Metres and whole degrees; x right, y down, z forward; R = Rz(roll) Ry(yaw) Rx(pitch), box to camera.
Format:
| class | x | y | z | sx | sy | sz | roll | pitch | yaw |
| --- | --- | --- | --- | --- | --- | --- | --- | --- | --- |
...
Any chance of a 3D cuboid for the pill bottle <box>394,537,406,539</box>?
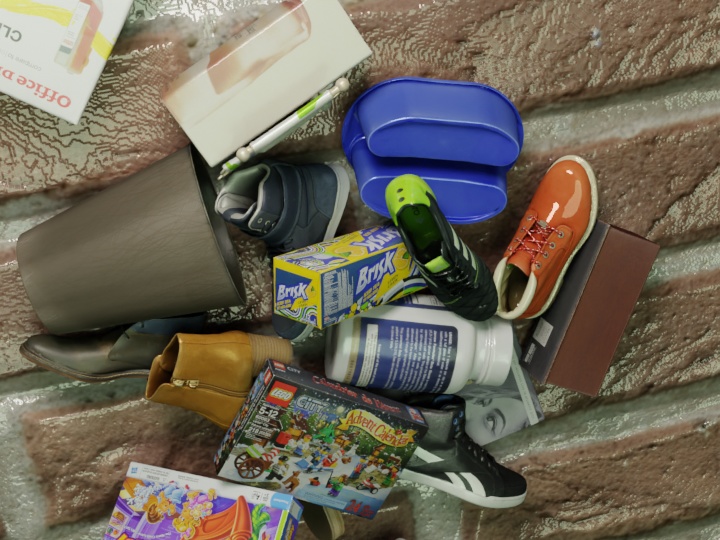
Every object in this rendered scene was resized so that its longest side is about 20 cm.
| class | x | y | z | sx | sy | sz | roll | pitch | yaw |
| --- | --- | --- | --- | --- | --- | --- | --- | --- | --- |
| pill bottle | -0.008 | 0.425 | 1.339 | 0.200 | 0.112 | 0.112 | -28 | 112 | 0 |

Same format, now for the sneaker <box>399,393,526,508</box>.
| class | x | y | z | sx | sy | sz | roll | pitch | yaw |
| --- | --- | --- | --- | --- | --- | --- | --- | --- | --- |
| sneaker | 0.125 | 0.209 | 1.295 | 0.200 | 0.073 | 0.112 | 17 | 107 | -15 |

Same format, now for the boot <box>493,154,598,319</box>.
| class | x | y | z | sx | sy | sz | roll | pitch | yaw |
| --- | --- | --- | --- | --- | --- | --- | --- | --- | --- |
| boot | 0.205 | -0.034 | 1.219 | 0.075 | 0.107 | 0.200 | 24 | 104 | 24 |

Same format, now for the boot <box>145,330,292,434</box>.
| class | x | y | z | sx | sy | sz | roll | pitch | yaw |
| --- | --- | --- | --- | --- | --- | --- | --- | --- | --- |
| boot | -0.168 | 0.143 | 1.200 | 0.144 | 0.071 | 0.201 | 3 | 127 | -26 |

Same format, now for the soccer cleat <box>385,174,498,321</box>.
| class | x | y | z | sx | sy | sz | roll | pitch | yaw |
| --- | --- | --- | --- | --- | --- | --- | --- | --- | --- |
| soccer cleat | 0.084 | -0.011 | 1.135 | 0.067 | 0.081 | 0.200 | -27 | 118 | 16 |

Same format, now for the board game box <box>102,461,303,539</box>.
| class | x | y | z | sx | sy | sz | roll | pitch | yaw |
| --- | --- | --- | --- | --- | --- | --- | --- | --- | --- |
| board game box | -0.178 | 0.296 | 1.186 | 0.200 | 0.135 | 0.045 | 8 | 154 | 17 |

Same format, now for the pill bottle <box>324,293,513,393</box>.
| class | x | y | z | sx | sy | sz | roll | pitch | yaw |
| --- | --- | --- | --- | --- | --- | --- | --- | --- | --- |
| pill bottle | 0.065 | 0.082 | 1.230 | 0.200 | 0.111 | 0.111 | 6 | 107 | -9 |

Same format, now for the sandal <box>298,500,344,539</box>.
| class | x | y | z | sx | sy | sz | roll | pitch | yaw |
| --- | --- | --- | --- | --- | --- | --- | --- | --- | --- |
| sandal | -0.053 | 0.213 | 1.289 | 0.070 | 0.078 | 0.212 | -28 | 104 | -38 |

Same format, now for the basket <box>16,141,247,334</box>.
| class | x | y | z | sx | sy | sz | roll | pitch | yaw |
| --- | --- | --- | --- | --- | --- | --- | --- | --- | --- |
| basket | -0.240 | -0.016 | 1.130 | 0.200 | 0.136 | 0.180 | -19 | 87 | 1 |

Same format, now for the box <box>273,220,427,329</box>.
| class | x | y | z | sx | sy | sz | roll | pitch | yaw |
| --- | --- | --- | --- | --- | --- | --- | --- | --- | --- |
| box | 0.000 | 0.000 | 1.161 | 0.200 | 0.070 | 0.064 | -19 | 117 | -47 |

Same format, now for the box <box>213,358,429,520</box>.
| class | x | y | z | sx | sy | sz | roll | pitch | yaw |
| --- | --- | --- | --- | --- | --- | --- | --- | --- | --- |
| box | -0.043 | 0.189 | 1.198 | 0.200 | 0.038 | 0.137 | 21 | 109 | -25 |

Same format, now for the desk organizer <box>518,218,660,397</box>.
| class | x | y | z | sx | sy | sz | roll | pitch | yaw |
| --- | --- | --- | --- | --- | --- | --- | --- | --- | --- |
| desk organizer | 0.269 | 0.042 | 1.278 | 0.077 | 0.072 | 0.200 | 17 | 100 | -19 |

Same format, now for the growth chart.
| class | x | y | z | sx | sy | sz | roll | pitch | yaw |
| --- | --- | --- | --- | --- | --- | --- | --- | --- | --- |
| growth chart | -0.085 | -0.136 | 1.092 | 0.145 | 0.200 | 0.018 | -36 | 98 | -7 |

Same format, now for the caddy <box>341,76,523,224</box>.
| class | x | y | z | sx | sy | sz | roll | pitch | yaw |
| --- | --- | --- | --- | --- | --- | --- | --- | --- | --- |
| caddy | 0.080 | -0.133 | 1.170 | 0.200 | 0.105 | 0.141 | 5 | 129 | -6 |

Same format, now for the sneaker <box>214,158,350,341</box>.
| class | x | y | z | sx | sy | sz | roll | pitch | yaw |
| --- | --- | --- | --- | --- | --- | --- | --- | --- | --- |
| sneaker | -0.096 | -0.021 | 1.155 | 0.146 | 0.077 | 0.202 | 1 | 104 | -50 |

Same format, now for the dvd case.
| class | x | y | z | sx | sy | sz | roll | pitch | yaw |
| --- | --- | --- | --- | --- | --- | --- | --- | --- | --- |
| dvd case | 0.112 | 0.157 | 1.323 | 0.200 | 0.016 | 0.149 | -22 | 111 | -4 |

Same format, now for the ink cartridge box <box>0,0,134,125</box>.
| class | x | y | z | sx | sy | sz | roll | pitch | yaw |
| --- | --- | --- | --- | --- | --- | --- | --- | --- | --- |
| ink cartridge box | -0.301 | -0.263 | 1.057 | 0.145 | 0.083 | 0.200 | 24 | 103 | -18 |

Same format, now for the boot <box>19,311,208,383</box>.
| class | x | y | z | sx | sy | sz | roll | pitch | yaw |
| --- | --- | --- | --- | --- | --- | --- | --- | --- | --- |
| boot | -0.263 | 0.070 | 1.186 | 0.200 | 0.075 | 0.097 | 12 | 108 | -27 |

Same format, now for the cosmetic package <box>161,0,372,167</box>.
| class | x | y | z | sx | sy | sz | roll | pitch | yaw |
| --- | --- | --- | --- | --- | --- | --- | --- | --- | --- |
| cosmetic package | -0.098 | -0.204 | 1.109 | 0.200 | 0.103 | 0.087 | -35 | 109 | 0 |
